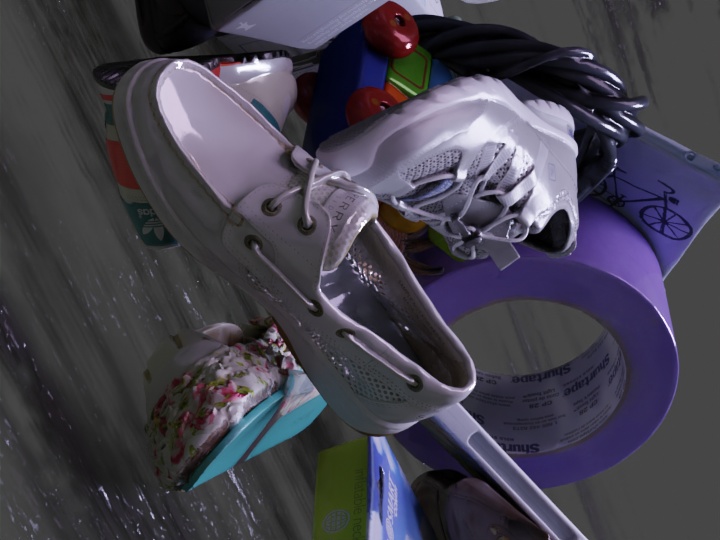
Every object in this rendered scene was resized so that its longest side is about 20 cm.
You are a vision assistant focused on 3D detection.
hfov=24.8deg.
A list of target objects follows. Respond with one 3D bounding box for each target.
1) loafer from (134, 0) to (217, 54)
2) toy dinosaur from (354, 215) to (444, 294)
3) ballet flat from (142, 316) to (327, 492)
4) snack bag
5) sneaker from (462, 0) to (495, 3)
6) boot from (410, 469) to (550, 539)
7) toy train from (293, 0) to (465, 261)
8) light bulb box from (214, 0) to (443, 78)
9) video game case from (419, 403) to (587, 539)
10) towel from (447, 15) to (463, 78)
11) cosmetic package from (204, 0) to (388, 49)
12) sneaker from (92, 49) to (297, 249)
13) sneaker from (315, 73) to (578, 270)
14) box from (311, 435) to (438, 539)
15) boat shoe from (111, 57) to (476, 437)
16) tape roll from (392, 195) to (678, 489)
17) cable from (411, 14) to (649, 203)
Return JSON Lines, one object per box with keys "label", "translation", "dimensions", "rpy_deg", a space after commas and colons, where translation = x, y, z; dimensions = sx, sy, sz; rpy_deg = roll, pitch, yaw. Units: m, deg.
{"label": "loafer", "translation": [-0.115, -0.209, 0.853], "dimensions": [0.072, 0.063, 0.201], "rpy_deg": [0, 68, -53]}
{"label": "toy dinosaur", "translation": [0.000, 0.000, 0.966], "dimensions": [0.200, 0.086, 0.136], "rpy_deg": [-92, 160, -47]}
{"label": "ballet flat", "translation": [-0.063, 0.055, 0.735], "dimensions": [0.064, 0.076, 0.200], "rpy_deg": [43, 7, 7]}
{"label": "snack bag", "translation": [0.140, -0.065, 1.090], "dimensions": [0.021, 0.188, 0.200], "rpy_deg": [-59, 176, -24]}
{"label": "sneaker", "translation": [0.050, -0.249, 0.990], "dimensions": [0.200, 0.071, 0.080], "rpy_deg": [62, 13, -58]}
{"label": "boot", "translation": [0.103, 0.196, 0.991], "dimensions": [0.186, 0.064, 0.200], "rpy_deg": [47, -10, -2]}
{"label": "toy train", "translation": [0.020, -0.039, 0.855], "dimensions": [0.116, 0.085, 0.200], "rpy_deg": [30, 44, -22]}
{"label": "light bulb box", "translation": [-0.048, -0.241, 0.985], "dimensions": [0.200, 0.124, 0.199], "rpy_deg": [33, 42, -70]}
{"label": "video game case", "translation": [0.072, 0.113, 1.000], "dimensions": [0.200, 0.018, 0.143], "rpy_deg": [47, -6, -19]}
{"label": "towel", "translation": [0.065, -0.079, 1.281], "dimensions": [0.147, 0.022, 0.201], "rpy_deg": [123, -35, -55]}
{"label": "cosmetic package", "translation": [-0.039, -0.223, 0.813], "dimensions": [0.090, 0.107, 0.201], "rpy_deg": [-2, 71, -53]}
{"label": "sneaker", "translation": [-0.078, -0.059, 0.808], "dimensions": [0.200, 0.070, 0.094], "rpy_deg": [-40, 128, -76]}
{"label": "sneaker", "translation": [0.058, -0.042, 0.784], "dimensions": [0.200, 0.075, 0.082], "rpy_deg": [-3, 74, -53]}
{"label": "box", "translation": [0.022, 0.188, 0.912], "dimensions": [0.122, 0.048, 0.200], "rpy_deg": [-90, 158, -52]}
{"label": "boat shoe", "translation": [-0.020, -0.017, 0.695], "dimensions": [0.200, 0.069, 0.071], "rpy_deg": [49, 49, -16]}
{"label": "tape roll", "translation": [0.107, 0.046, 1.092], "dimensions": [0.085, 0.199, 0.200], "rpy_deg": [-89, 157, -54]}
{"label": "cable", "translation": [0.084, -0.103, 0.965], "dimensions": [0.051, 0.163, 0.200], "rpy_deg": [-60, -179, -15]}
